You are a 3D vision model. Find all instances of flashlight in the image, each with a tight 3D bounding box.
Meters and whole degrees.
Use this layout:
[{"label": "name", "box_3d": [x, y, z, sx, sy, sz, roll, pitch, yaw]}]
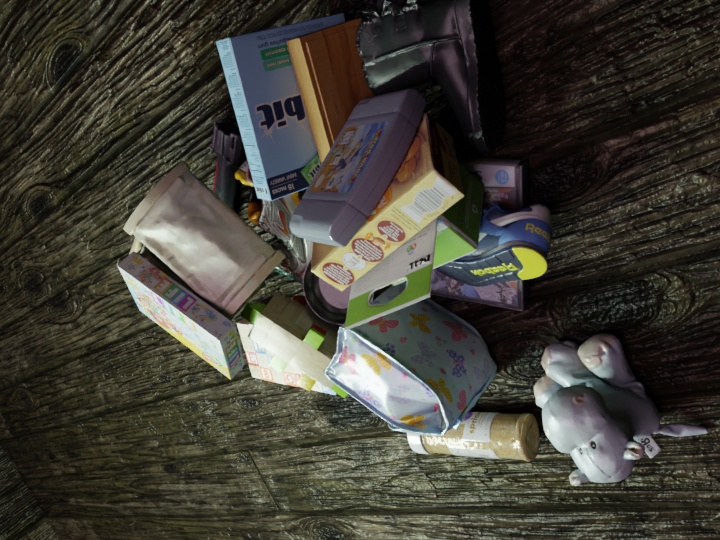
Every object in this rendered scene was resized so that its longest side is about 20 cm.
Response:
[{"label": "flashlight", "box_3d": [-0.230, -0.147, 1.059, 0.067, 0.068, 0.202, 14, 121, 0]}]

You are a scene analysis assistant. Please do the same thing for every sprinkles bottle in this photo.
[{"label": "sprinkles bottle", "box_3d": [0.168, 0.248, 0.969, 0.198, 0.068, 0.069, -8, 109, 38]}]

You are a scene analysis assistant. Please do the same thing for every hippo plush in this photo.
[{"label": "hippo plush", "box_3d": [0.284, 0.197, 0.791, 0.200, 0.161, 0.159, 48, 132, 5]}]

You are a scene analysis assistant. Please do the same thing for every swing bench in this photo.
[{"label": "swing bench", "box_3d": [-0.240, -0.021, 0.963, 0.199, 0.130, 0.200, 43, 158, -2]}]

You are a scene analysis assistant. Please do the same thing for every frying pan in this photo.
[{"label": "frying pan", "box_3d": [-0.015, -0.008, 0.941, 0.114, 0.031, 0.191, 33, 109, 10]}]

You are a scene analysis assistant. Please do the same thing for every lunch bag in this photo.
[{"label": "lunch bag", "box_3d": [0.077, 0.134, 0.905, 0.199, 0.169, 0.128, 31, 127, 19]}]

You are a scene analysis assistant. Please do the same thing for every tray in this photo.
[{"label": "tray", "box_3d": [-0.019, -0.209, 0.828, 0.037, 0.098, 0.202, 18, 130, 52]}]

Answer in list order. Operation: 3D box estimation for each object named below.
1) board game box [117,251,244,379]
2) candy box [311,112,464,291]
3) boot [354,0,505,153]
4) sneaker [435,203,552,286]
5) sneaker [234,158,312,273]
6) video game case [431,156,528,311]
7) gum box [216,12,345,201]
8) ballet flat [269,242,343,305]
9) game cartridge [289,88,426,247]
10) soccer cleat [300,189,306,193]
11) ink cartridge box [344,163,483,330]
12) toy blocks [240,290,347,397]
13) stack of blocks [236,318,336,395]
[{"label": "board game box", "box_3d": [-0.265, 0.069, 0.957, 0.199, 0.034, 0.135, 33, 151, 16]}, {"label": "candy box", "box_3d": [0.026, -0.078, 0.755, 0.055, 0.116, 0.199, 35, 124, -29]}, {"label": "boot", "box_3d": [0.081, -0.236, 0.771, 0.161, 0.073, 0.201, 0, 111, 37]}, {"label": "sneaker", "box_3d": [0.159, -0.032, 0.794, 0.074, 0.083, 0.199, 33, 158, -29]}, {"label": "sneaker", "box_3d": [-0.126, -0.081, 0.939, 0.078, 0.082, 0.202, 32, 148, 53]}, {"label": "video game case", "box_3d": [0.136, -0.053, 0.859, 0.179, 0.025, 0.202, 10, 119, 32]}, {"label": "gum box", "box_3d": [-0.078, -0.214, 0.833, 0.044, 0.169, 0.202, 18, 126, 53]}, {"label": "ballet flat", "box_3d": [-0.089, -0.008, 1.034, 0.198, 0.076, 0.065, 26, 96, 18]}, {"label": "game cartridge", "box_3d": [-0.003, -0.124, 0.752, 0.041, 0.201, 0.133, 33, 170, -25]}, {"label": "soccer cleat", "box_3d": [-0.063, -0.167, 0.920, 0.070, 0.086, 0.201, 35, 158, 51]}, {"label": "ink cartridge box", "box_3d": [0.065, -0.019, 0.774, 0.075, 0.202, 0.147, 32, 142, -30]}, {"label": "toy blocks", "box_3d": [-0.080, 0.092, 1.006, 0.199, 0.137, 0.100, 32, 120, -2]}, {"label": "stack of blocks", "box_3d": [-0.116, 0.140, 1.127, 0.198, 0.058, 0.116, 5, 116, 35]}]
